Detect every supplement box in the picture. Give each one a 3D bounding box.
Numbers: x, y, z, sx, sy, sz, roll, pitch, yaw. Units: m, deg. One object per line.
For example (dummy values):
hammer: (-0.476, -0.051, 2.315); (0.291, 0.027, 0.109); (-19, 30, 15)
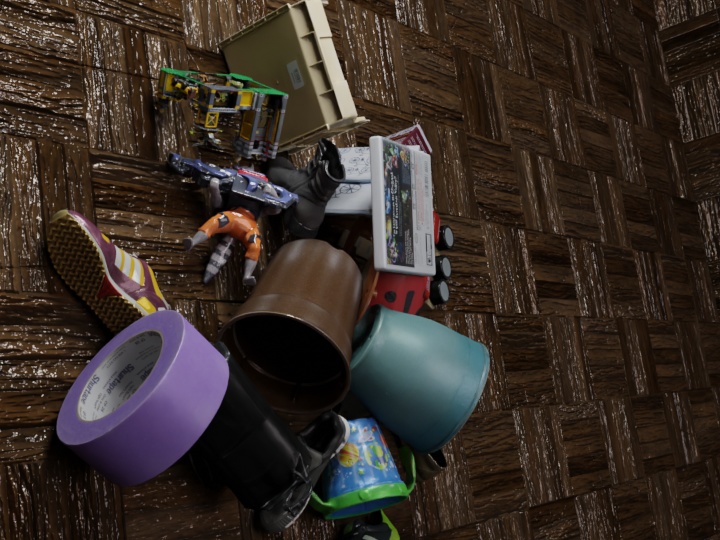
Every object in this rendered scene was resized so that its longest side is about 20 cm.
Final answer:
supplement box: (0.038, -0.179, 1.748); (0.061, 0.108, 0.200); (60, 38, -19)

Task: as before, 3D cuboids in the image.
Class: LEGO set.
LEGO set: (-0.207, -0.220, 1.438); (0.200, 0.153, 0.117); (-14, 122, -56)

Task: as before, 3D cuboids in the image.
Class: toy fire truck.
toy fire truck: (0.065, -0.041, 1.742); (0.200, 0.128, 0.177); (45, 44, -47)

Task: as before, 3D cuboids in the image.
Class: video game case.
video game case: (0.067, -0.095, 1.529); (0.182, 0.023, 0.201); (7, 80, -61)

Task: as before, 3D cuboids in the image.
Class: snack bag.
snack bag: (-0.011, -0.148, 1.611); (0.200, 0.187, 0.021); (-60, 145, -46)

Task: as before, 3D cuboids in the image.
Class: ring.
ring: (0.000, 0.000, 1.570); (0.019, 0.200, 0.202); (13, 63, -18)

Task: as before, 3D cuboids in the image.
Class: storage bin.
storage bin: (-0.102, -0.299, 1.540); (0.094, 0.198, 0.201); (-20, 93, -49)

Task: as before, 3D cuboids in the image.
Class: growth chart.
growth chart: (-0.009, 0.165, 1.635); (0.144, 0.018, 0.201); (-4, 81, -53)

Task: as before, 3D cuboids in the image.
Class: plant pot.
plant pot: (-0.087, 0.072, 1.440); (0.201, 0.199, 0.199); (53, 34, -26)
plant pot: (0.068, 0.154, 1.541); (0.187, 0.200, 0.201); (32, 50, -14)

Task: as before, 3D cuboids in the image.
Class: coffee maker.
coffee maker: (-0.159, 0.202, 1.286); (0.135, 0.192, 0.200); (-50, 116, -30)

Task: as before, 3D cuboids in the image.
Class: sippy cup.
sippy cup: (-0.006, 0.300, 1.506); (0.178, 0.139, 0.131); (28, 43, -62)

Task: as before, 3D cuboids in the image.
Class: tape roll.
tape roll: (-0.259, 0.149, 1.169); (0.085, 0.199, 0.201); (48, 44, -29)

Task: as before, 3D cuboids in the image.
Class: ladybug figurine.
ladybug figurine: (0.055, 0.044, 1.629); (0.135, 0.072, 0.201); (-8, 118, -40)

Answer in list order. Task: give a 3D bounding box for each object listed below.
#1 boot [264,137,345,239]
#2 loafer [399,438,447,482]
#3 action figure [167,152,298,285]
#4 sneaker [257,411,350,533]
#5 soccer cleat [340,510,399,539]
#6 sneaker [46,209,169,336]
boot: (-0.078, -0.151, 1.513); (0.069, 0.132, 0.200); (11, 32, -33)
loafer: (0.099, 0.265, 1.690); (0.076, 0.067, 0.201); (-41, 113, -60)
action figure: (-0.204, -0.087, 1.440); (0.199, 0.105, 0.194); (23, 50, -7)
sneaker: (-0.086, 0.279, 1.398); (0.200, 0.066, 0.091); (-54, 163, -18)
soccer cleat: (-0.011, 0.434, 1.505); (0.200, 0.067, 0.081); (-21, 78, -55)
sneaker: (-0.322, 0.000, 1.261); (0.201, 0.075, 0.090); (59, 22, -19)
